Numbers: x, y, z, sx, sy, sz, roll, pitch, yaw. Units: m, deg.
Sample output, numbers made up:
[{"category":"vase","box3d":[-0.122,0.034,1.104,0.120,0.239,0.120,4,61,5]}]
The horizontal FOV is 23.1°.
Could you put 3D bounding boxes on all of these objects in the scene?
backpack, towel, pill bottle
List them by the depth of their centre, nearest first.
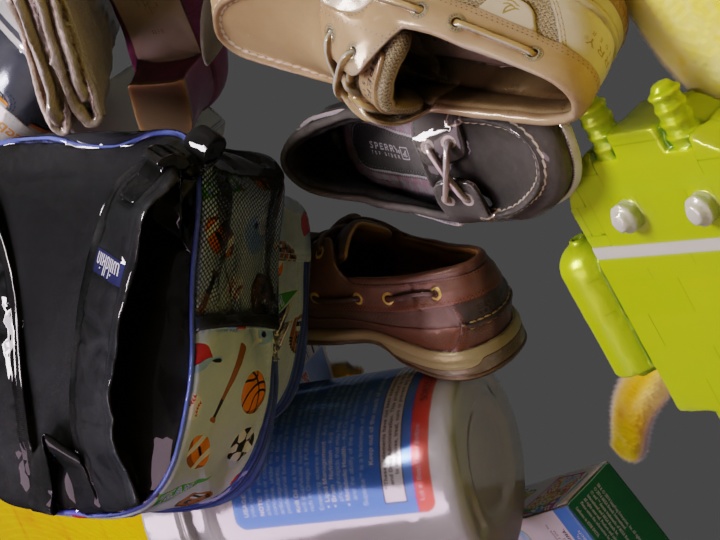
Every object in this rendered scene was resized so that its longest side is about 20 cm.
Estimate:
[{"category":"towel","box3d":[-0.156,-0.161,0.888,0.200,0.034,0.134,-96,-8,-64]},{"category":"backpack","box3d":[-0.119,0.031,0.906,0.199,0.153,0.193,0,81,41]},{"category":"pill bottle","box3d":[-0.018,0.116,0.974,0.198,0.113,0.113,-9,121,24]}]

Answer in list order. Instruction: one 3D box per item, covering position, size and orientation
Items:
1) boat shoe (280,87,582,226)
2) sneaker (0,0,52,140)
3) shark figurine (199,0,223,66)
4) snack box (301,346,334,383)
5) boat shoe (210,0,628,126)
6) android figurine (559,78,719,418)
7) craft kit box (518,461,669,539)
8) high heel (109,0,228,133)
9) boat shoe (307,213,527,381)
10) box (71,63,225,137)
[{"category":"boat shoe","box3d":[0.028,-0.050,0.830,0.199,0.057,0.067,13,126,60]},{"category":"sneaker","box3d":[-0.213,-0.123,1.020,0.078,0.080,0.200,39,-176,-27]},{"category":"shark figurine","box3d":[-0.061,-0.196,0.789,0.128,0.089,0.215,47,149,7]},{"category":"snack box","box3d":[-0.044,0.089,1.106,0.024,0.072,0.201,18,138,35]},{"category":"boat shoe","box3d":[0.013,-0.101,0.762,0.198,0.065,0.072,6,144,30]},{"category":"android figurine","box3d":[0.160,0.005,0.764,0.181,0.041,0.201,-2,125,55]},{"category":"craft kit box","box3d":[0.141,0.215,1.030,0.201,0.048,0.197,52,148,-4]},{"category":"high heel","box3d":[-0.100,-0.169,0.905,0.067,0.096,0.202,-5,123,9]},{"category":"boat shoe","box3d":[0.000,0.000,0.953,0.199,0.072,0.068,13,130,38]},{"category":"box","box3d":[-0.142,-0.034,1.093,0.068,0.082,0.201,41,148,16]}]
